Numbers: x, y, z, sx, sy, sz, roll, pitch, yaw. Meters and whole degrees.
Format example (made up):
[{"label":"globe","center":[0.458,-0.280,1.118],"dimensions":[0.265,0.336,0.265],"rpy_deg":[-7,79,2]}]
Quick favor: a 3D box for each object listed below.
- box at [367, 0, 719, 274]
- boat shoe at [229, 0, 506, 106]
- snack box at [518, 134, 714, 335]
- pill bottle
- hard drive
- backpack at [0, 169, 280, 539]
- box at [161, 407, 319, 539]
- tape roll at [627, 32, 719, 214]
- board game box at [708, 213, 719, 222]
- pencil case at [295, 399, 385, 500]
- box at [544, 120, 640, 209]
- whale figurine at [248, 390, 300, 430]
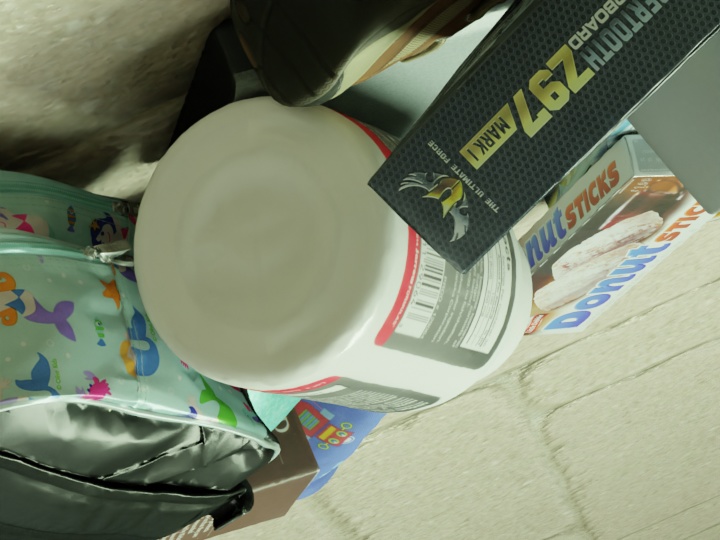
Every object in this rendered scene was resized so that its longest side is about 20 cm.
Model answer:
[{"label":"box","center":[0.095,-0.100,0.907],"dimensions":[0.158,0.051,0.200],"rpy_deg":[-44,-176,31]},{"label":"boat shoe","center":[0.032,-0.124,0.919],"dimensions":[0.074,0.076,0.200],"rpy_deg":[-16,171,-40]},{"label":"snack box","center":[0.119,-0.015,1.291],"dimensions":[0.071,0.024,0.200],"rpy_deg":[-4,158,-24]},{"label":"pill bottle","center":[0.000,0.000,1.058],"dimensions":[0.110,0.111,0.200],"rpy_deg":[-28,163,17]},{"label":"hard drive","center":[0.021,-0.083,1.085],"dimensions":[0.199,0.033,0.140],"rpy_deg":[-17,163,-20]},{"label":"backpack","center":[-0.153,0.049,1.052],"dimensions":[0.177,0.152,0.199],"rpy_deg":[-30,161,30]},{"label":"box","center":[-0.132,0.094,1.312],"dimensions":[0.199,0.101,0.075],"rpy_deg":[-15,162,-26]},{"label":"tape roll","center":[0.189,-0.112,1.024],"dimensions":[0.200,0.066,0.200],"rpy_deg":[-42,179,-1]},{"label":"board game box","center":[0.197,-0.044,1.358],"dimensions":[0.199,0.030,0.095],"rpy_deg":[-15,-179,27]},{"label":"pencil case","center":[-0.010,0.048,1.374],"dimensions":[0.078,0.087,0.200],"rpy_deg":[29,145,-9]},{"label":"box","center":[0.167,-0.095,1.226],"dimensions":[0.136,0.040,0.200],"rpy_deg":[-17,163,-17]},{"label":"whale figurine","center":[-0.036,0.019,1.198],"dimensions":[0.199,0.104,0.159],"rpy_deg":[-19,163,-17]}]
